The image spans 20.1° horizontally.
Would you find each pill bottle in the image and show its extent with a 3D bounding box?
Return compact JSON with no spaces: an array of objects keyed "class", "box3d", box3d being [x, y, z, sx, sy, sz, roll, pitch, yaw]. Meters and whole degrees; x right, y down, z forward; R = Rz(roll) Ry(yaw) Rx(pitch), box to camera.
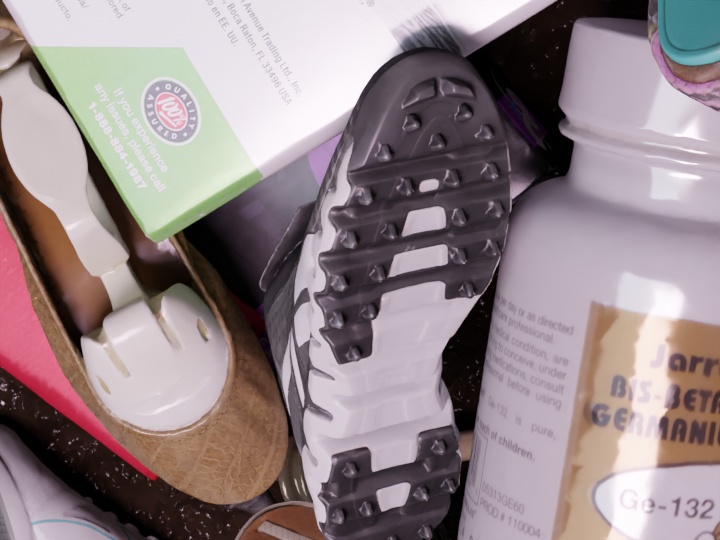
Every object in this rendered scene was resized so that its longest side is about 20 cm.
[{"class":"pill bottle","box3d":[0.099,0.022,0.677,0.114,0.114,0.202,14,103,27]}]

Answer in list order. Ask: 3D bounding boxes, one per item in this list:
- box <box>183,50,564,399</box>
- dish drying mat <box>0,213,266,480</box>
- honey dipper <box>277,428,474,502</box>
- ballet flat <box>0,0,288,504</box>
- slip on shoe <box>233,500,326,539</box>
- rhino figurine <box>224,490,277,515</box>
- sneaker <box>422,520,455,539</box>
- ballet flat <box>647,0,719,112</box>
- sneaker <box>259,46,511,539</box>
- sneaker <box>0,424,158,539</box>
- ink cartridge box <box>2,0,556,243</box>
[{"class":"box","box3d":[-0.042,-0.071,0.755,0.143,0.036,0.200,-41,90,18]},{"class":"dish drying mat","box3d":[-0.134,-0.011,0.752,0.199,0.018,0.077,37,98,-1]},{"class":"honey dipper","box3d":[0.056,0.067,0.795,0.199,0.038,0.038,-13,104,33]},{"class":"ballet flat","box3d":[-0.088,-0.005,0.704,0.067,0.072,0.201,-26,91,-2]},{"class":"slip on shoe","box3d":[0.041,0.150,0.747,0.199,0.076,0.061,21,155,15]},{"class":"rhino figurine","box3d":[-0.096,0.037,0.854,0.200,0.087,0.060,44,90,7]},{"class":"sneaker","box3d":[0.068,0.189,0.819,0.113,0.075,0.202,4,108,32]},{"class":"ballet flat","box3d":[0.121,-0.132,0.614,0.069,0.071,0.202,-13,63,35]},{"class":"sneaker","box3d":[0.000,0.000,0.681,0.091,0.066,0.201,-121,27,-43]},{"class":"sneaker","box3d":[-0.120,0.146,0.929,0.201,0.080,0.071,50,140,28]},{"class":"ink cartridge box","box3d":[-0.017,-0.125,0.676,0.199,0.084,0.146,-30,94,14]}]
